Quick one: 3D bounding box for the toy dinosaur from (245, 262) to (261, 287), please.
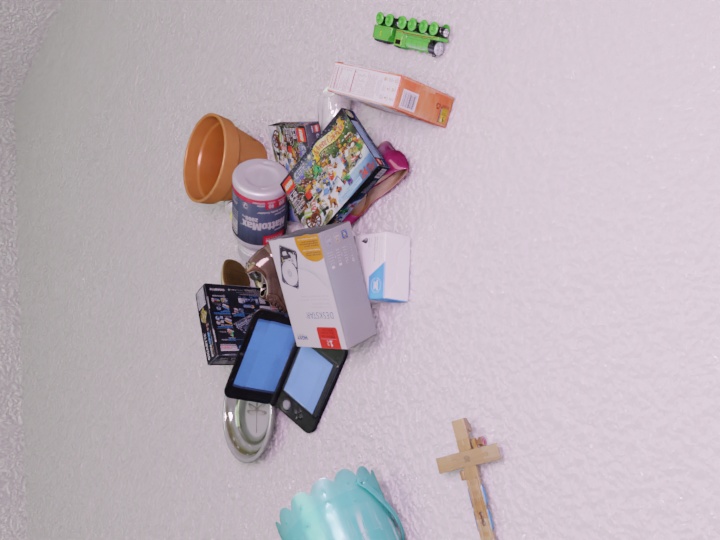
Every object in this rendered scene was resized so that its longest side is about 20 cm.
[{"bbox_3d":[-0.233,-0.001,1.574,0.088,0.046,0.205,-41,60,54],"label":"toy dinosaur"}]

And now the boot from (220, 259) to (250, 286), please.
[{"bbox_3d":[-0.312,0.092,1.637,0.155,0.071,0.204,-51,44,38],"label":"boot"}]

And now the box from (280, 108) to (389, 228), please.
[{"bbox_3d":[-0.052,-0.173,1.286,0.200,0.037,0.138,-45,65,28],"label":"box"}]

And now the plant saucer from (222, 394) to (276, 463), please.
[{"bbox_3d":[-0.230,0.310,1.517,0.198,0.049,0.206,-12,74,48],"label":"plant saucer"}]

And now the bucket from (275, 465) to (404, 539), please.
[{"bbox_3d":[-0.030,0.439,1.154,0.209,0.204,0.136,-53,51,28],"label":"bucket"}]

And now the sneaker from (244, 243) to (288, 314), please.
[{"bbox_3d":[-0.160,0.043,1.382,0.075,0.203,0.070,-34,29,-11],"label":"sneaker"}]

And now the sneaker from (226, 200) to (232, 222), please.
[{"bbox_3d":[-0.232,-0.126,1.585,0.198,0.077,0.093,-15,80,53],"label":"sneaker"}]

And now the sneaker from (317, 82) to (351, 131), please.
[{"bbox_3d":[-0.045,-0.283,1.396,0.099,0.077,0.204,45,126,36],"label":"sneaker"}]

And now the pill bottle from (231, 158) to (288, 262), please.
[{"bbox_3d":[-0.208,-0.115,1.451,0.121,0.117,0.203,57,150,38],"label":"pill bottle"}]

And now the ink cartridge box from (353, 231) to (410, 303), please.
[{"bbox_3d":[0.000,0.000,1.289,0.197,0.066,0.120,-5,80,48],"label":"ink cartridge box"}]

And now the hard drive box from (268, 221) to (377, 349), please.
[{"bbox_3d":[-0.067,0.028,1.239,0.154,0.076,0.205,-5,104,49],"label":"hard drive box"}]

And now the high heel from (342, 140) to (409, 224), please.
[{"bbox_3d":[0.017,-0.137,1.295,0.201,0.067,0.097,-50,39,15],"label":"high heel"}]

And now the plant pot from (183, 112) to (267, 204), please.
[{"bbox_3d":[-0.309,-0.247,1.636,0.197,0.138,0.206,-12,74,47],"label":"plant pot"}]

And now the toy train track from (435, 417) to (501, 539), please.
[{"bbox_3d":[0.179,0.326,1.056,0.113,0.032,0.205,-25,71,37],"label":"toy train track"}]

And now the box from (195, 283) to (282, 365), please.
[{"bbox_3d":[-0.230,0.112,1.436,0.046,0.196,0.162,-41,56,39],"label":"box"}]

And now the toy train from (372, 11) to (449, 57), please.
[{"bbox_3d":[0.090,-0.433,1.282,0.199,0.041,0.058,34,118,47],"label":"toy train"}]

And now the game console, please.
[{"bbox_3d":[-0.145,0.197,1.355,0.169,0.117,0.204,33,109,28],"label":"game console"}]

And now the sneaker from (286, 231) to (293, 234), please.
[{"bbox_3d":[-0.105,0.006,1.427,0.084,0.070,0.202,93,153,-47],"label":"sneaker"}]

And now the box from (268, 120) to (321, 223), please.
[{"bbox_3d":[-0.118,-0.196,1.417,0.135,0.037,0.205,13,120,50],"label":"box"}]

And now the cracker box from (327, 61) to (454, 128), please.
[{"bbox_3d":[0.050,-0.310,1.233,0.199,0.132,0.059,31,106,48],"label":"cracker box"}]
